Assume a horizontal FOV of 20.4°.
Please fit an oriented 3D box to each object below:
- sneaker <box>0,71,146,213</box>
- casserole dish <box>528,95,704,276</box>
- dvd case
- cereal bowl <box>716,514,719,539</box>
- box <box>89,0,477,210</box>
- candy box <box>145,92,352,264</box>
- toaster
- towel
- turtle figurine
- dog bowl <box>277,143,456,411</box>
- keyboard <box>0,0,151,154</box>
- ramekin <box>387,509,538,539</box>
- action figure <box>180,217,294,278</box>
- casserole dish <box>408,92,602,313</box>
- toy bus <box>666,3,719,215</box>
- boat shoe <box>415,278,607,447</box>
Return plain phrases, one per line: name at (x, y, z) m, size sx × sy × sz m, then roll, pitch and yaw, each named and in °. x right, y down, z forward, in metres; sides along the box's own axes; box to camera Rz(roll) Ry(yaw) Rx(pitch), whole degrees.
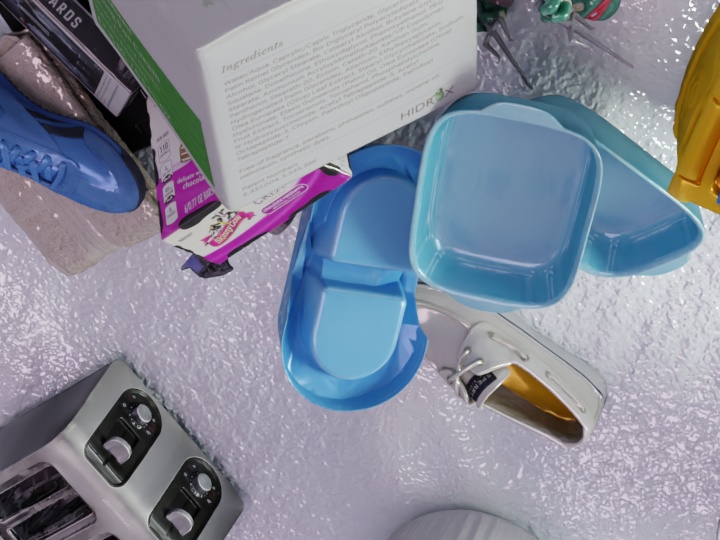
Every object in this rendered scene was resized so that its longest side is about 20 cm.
sneaker at (-0.259, -0.093, 1.515) m, size 0.200 × 0.079 × 0.066 m, roll 33°, pitch 129°, yaw 0°
casserole dish at (0.157, -0.062, 1.424) m, size 0.200 × 0.039 × 0.121 m, roll 32°, pitch 143°, yaw -29°
dvd case at (-0.235, -0.196, 1.443) m, size 0.200 × 0.150 × 0.025 m, roll 44°, pitch 82°, yaw -6°
cereal bowl at (0.375, 0.194, 1.527) m, size 0.199 × 0.083 × 0.201 m, roll 9°, pitch 124°, yaw 14°
box at (-0.056, -0.190, 1.276) m, size 0.199 × 0.200 × 0.172 m, roll 54°, pitch 163°, yaw 29°
candy box at (-0.086, -0.125, 1.417) m, size 0.136 × 0.201 × 0.061 m, roll -32°, pitch 141°, yaw 31°
toaster at (-0.234, 0.199, 1.718) m, size 0.200 × 0.119 × 0.181 m, roll -29°, pitch 107°, yaw 31°
towel at (-0.246, -0.092, 1.581) m, size 0.132 × 0.035 × 0.200 m, roll -23°, pitch 112°, yaw 39°
turtle figurine at (0.107, -0.209, 1.361) m, size 0.200 × 0.101 × 0.150 m, roll 39°, pitch 166°, yaw -6°
dog bowl at (0.000, 0.000, 1.448) m, size 0.111 × 0.050 × 0.201 m, roll 8°, pitch 106°, yaw -20°
keyboard at (-0.203, -0.181, 1.529) m, size 0.127 × 0.021 × 0.200 m, roll -19°, pitch 114°, yaw 35°
ramekin at (0.087, 0.290, 1.680) m, size 0.202 × 0.094 × 0.203 m, roll 9°, pitch 124°, yaw 13°
action figure at (-0.039, -0.055, 1.505) m, size 0.200 × 0.105 × 0.194 m, roll -40°, pitch 97°, yaw 12°
casserole dish at (0.099, -0.050, 1.367) m, size 0.121 × 0.039 × 0.200 m, roll 11°, pitch 138°, yaw 3°
toy bus at (0.304, -0.075, 1.318) m, size 0.199 × 0.192 × 0.136 m, roll 22°, pitch 124°, yaw 3°
boat shoe at (0.098, 0.073, 1.554) m, size 0.200 × 0.070 × 0.071 m, roll 33°, pitch 126°, yaw -4°
